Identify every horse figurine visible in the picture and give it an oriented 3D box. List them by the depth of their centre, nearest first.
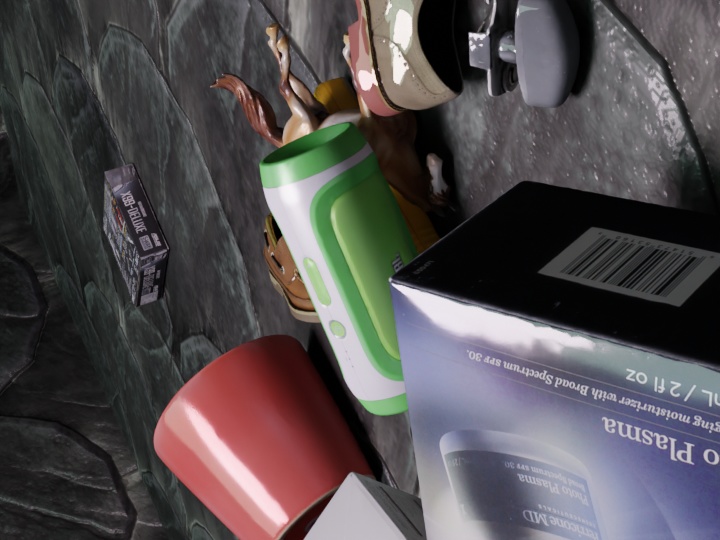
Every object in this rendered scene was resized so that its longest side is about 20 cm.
[{"bbox_3d":[-0.017,-0.116,0.877,0.199,0.050,0.133,8,123,35],"label":"horse figurine"}]

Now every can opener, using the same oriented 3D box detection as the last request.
[{"bbox_3d":[0.091,-0.184,0.623,0.067,0.053,0.201,15,128,27],"label":"can opener"}]

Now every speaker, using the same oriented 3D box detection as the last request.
[{"bbox_3d":[0.000,0.000,0.842,0.088,0.088,0.201,16,132,65],"label":"speaker"}]

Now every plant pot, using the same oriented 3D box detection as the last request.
[{"bbox_3d":[-0.090,0.197,1.223,0.177,0.200,0.201,49,152,26],"label":"plant pot"}]

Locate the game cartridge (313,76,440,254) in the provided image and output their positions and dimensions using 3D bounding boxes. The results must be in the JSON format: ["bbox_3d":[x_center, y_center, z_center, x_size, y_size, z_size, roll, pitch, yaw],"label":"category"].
[{"bbox_3d":[0.006,-0.030,0.977,0.201,0.032,0.177,62,158,25],"label":"game cartridge"}]

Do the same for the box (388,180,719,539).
[{"bbox_3d":[0.133,0.085,0.539,0.199,0.123,0.200,14,126,39],"label":"box"}]

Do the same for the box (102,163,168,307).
[{"bbox_3d":[-0.363,-0.052,1.874,0.158,0.049,0.200,64,159,18],"label":"box"}]

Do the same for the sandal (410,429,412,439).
[{"bbox_3d":[0.076,0.160,0.947,0.200,0.045,0.076,-14,95,70],"label":"sandal"}]

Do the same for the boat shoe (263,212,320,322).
[{"bbox_3d":[-0.041,-0.009,0.976,0.200,0.072,0.068,20,129,63],"label":"boat shoe"}]

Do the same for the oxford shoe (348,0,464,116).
[{"bbox_3d":[0.029,-0.202,0.748,0.074,0.070,0.201,1,109,40],"label":"oxford shoe"}]

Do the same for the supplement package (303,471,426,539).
[{"bbox_3d":[0.053,0.267,0.815,0.152,0.199,0.151,-56,39,7],"label":"supplement package"}]
